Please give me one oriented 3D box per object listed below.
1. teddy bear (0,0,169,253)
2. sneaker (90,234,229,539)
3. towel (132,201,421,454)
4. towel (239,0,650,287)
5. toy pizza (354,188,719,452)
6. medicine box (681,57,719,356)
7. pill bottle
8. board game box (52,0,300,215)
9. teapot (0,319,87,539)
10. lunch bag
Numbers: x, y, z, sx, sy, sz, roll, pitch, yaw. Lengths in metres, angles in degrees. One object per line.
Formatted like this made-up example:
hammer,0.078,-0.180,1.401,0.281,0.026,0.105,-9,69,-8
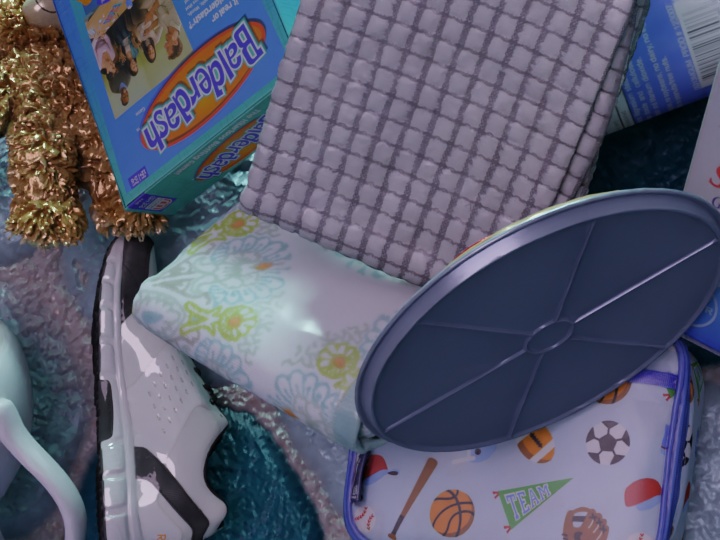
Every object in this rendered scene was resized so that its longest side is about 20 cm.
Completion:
teddy bear,-0.179,-0.100,1.192,0.144,0.067,0.201,3,61,-4
sneaker,-0.121,0.073,1.172,0.079,0.074,0.201,-2,72,-9
towel,0.000,0.000,1.081,0.171,0.048,0.200,25,53,36
towel,0.047,-0.093,0.986,0.165,0.086,0.201,21,114,7
toy pizza,0.085,0.020,0.952,0.200,0.200,0.032,-34,59,11
medicine box,0.261,-0.035,0.966,0.182,0.103,0.201,28,133,24
pill bottle,0.120,-0.128,1.065,0.199,0.112,0.113,-20,73,11
board game box,-0.104,-0.156,1.124,0.152,0.045,0.201,-33,67,32
teapot,-0.281,0.113,1.174,0.196,0.200,0.147,-11,116,-17
lunch bag,0.085,0.090,1.079,0.199,0.076,0.161,6,79,21
